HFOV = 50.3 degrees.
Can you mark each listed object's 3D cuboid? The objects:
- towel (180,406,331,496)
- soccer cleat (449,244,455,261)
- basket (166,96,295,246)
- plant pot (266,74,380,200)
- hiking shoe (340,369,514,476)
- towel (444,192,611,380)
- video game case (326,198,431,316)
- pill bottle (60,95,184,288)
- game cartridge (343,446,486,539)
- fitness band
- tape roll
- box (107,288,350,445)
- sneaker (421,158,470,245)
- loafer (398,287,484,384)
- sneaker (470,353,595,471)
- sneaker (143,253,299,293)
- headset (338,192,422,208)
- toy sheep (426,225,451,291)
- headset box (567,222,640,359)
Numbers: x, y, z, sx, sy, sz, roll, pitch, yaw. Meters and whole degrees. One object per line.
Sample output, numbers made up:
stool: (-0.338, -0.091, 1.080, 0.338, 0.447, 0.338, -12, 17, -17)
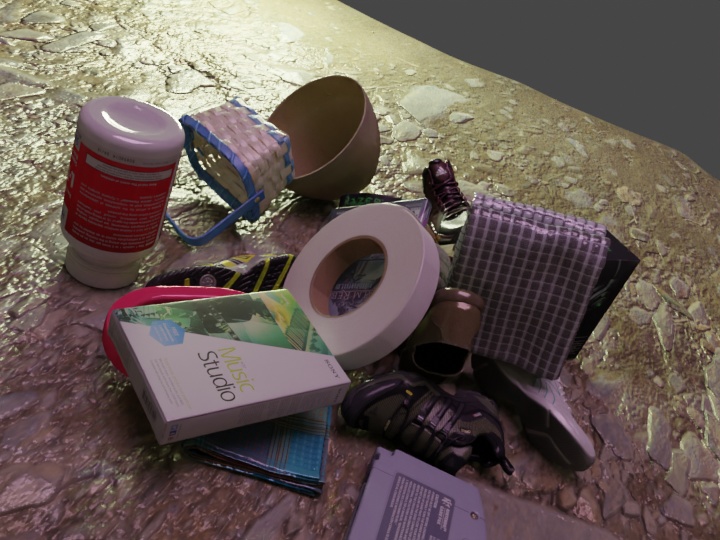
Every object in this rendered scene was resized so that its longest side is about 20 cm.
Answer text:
towel: (-0.100, 0.139, 0.815, 0.146, 0.022, 0.200, 19, 31, -9)
soccer cleat: (0.197, -0.037, 1.242, 0.085, 0.069, 0.200, 25, 26, 11)
basket: (-0.201, -0.136, 1.074, 0.200, 0.139, 0.176, -34, 61, -23)
plant pot: (-0.047, -0.190, 1.226, 0.134, 0.200, 0.200, 45, 9, -47)
hiking shoe: (0.077, 0.171, 0.831, 0.200, 0.076, 0.101, 11, 30, -21)
towel: (0.184, 0.024, 0.901, 0.165, 0.200, 0.086, 13, 29, 4)
video game case: (0.000, 0.000, 0.933, 0.143, 0.019, 0.200, -4, 52, 32)
pill bottle: (-0.273, -0.083, 0.863, 0.112, 0.200, 0.112, 17, 31, -11)
game cartridge: (0.051, 0.261, 0.716, 0.133, 0.042, 0.200, 29, 31, 0)
fitness band: (-0.167, 0.075, 0.805, 0.200, 0.037, 0.144, 3, 39, -31)
tape roll: (-0.004, 0.014, 0.867, 0.037, 0.203, 0.203, 41, 15, -40)
box: (-0.126, 0.085, 0.752, 0.200, 0.036, 0.144, -5, 44, -39)
sneaker: (0.127, -0.109, 1.158, 0.076, 0.116, 0.200, -14, 15, -6)
loafer: (0.082, 0.090, 0.867, 0.076, 0.200, 0.068, 16, 57, 1)
sneaker: (0.225, 0.156, 0.946, 0.080, 0.070, 0.200, -17, 48, -28)
sneaker: (-0.166, 0.023, 0.921, 0.200, 0.076, 0.076, -8, 9, -34)
headset: (0.048, -0.093, 1.176, 0.123, 0.094, 0.200, 5, -10, 28)
toy sheep: (0.049, 0.022, 0.992, 0.138, 0.138, 0.200, 24, 66, 0)
headset box: (0.260, 0.025, 1.059, 0.174, 0.200, 0.093, 0, 39, -33)
